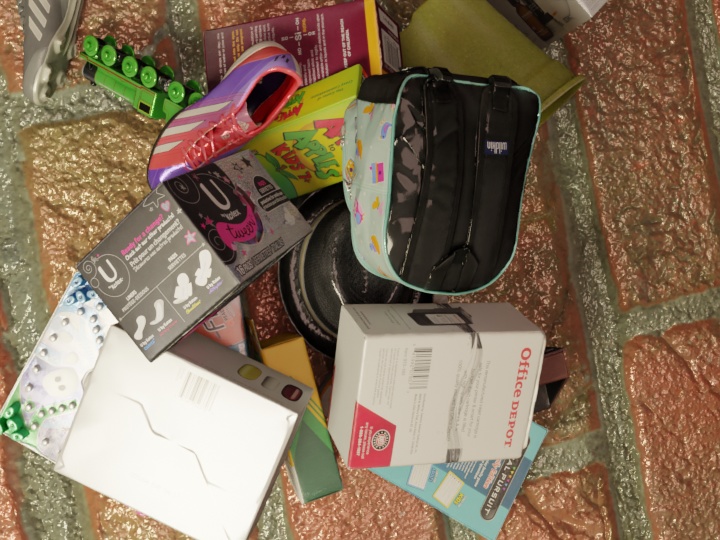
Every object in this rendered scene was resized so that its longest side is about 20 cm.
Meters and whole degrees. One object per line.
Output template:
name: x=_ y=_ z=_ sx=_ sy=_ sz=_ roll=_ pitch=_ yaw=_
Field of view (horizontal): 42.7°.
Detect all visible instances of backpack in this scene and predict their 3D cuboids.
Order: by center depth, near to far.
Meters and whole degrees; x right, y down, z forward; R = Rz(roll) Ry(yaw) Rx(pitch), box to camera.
backpack: x=0.068 y=-0.081 z=0.884 sx=0.173 sy=0.153 sz=0.204 roll=0 pitch=93 yaw=-31

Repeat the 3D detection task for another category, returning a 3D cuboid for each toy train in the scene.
toy train: x=-0.231 y=-0.199 z=1.003 sx=0.198 sy=0.042 sz=0.057 roll=30 pitch=115 yaw=22

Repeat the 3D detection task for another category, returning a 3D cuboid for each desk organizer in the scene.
desk organizer: x=0.147 y=0.153 z=1.071 sx=0.197 sy=0.072 sz=0.078 roll=-15 pitch=92 yaw=-17

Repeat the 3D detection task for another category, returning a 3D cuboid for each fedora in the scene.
fedora: x=0.000 y=0.000 z=0.990 sx=0.197 sy=0.092 sz=0.204 roll=0 pitch=88 yaw=-5

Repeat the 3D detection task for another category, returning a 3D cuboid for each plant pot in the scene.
plant pot: x=0.130 y=-0.226 z=1.084 sx=0.200 sy=0.200 sz=0.185 roll=-39 pitch=87 yaw=-14

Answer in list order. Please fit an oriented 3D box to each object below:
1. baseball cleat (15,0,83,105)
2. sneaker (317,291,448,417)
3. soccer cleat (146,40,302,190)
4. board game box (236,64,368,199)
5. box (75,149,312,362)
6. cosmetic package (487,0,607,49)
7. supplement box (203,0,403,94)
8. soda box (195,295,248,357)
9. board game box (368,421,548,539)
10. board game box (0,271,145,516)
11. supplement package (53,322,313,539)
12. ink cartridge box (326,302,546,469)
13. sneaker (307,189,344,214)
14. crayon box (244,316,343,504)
baseball cleat: x=-0.355 y=-0.284 z=1.013 sx=0.105 sy=0.070 sz=0.203 roll=15 pitch=79 yaw=0
sneaker: x=0.018 y=0.090 z=1.087 sx=0.200 sy=0.077 sz=0.078 roll=-46 pitch=128 yaw=-6
soccer cleat: x=-0.138 y=-0.145 z=0.927 sx=0.200 sy=0.073 sz=0.068 roll=-45 pitch=127 yaw=3
board game box: x=-0.061 y=-0.137 z=0.988 sx=0.102 sy=0.198 sz=0.048 roll=46 pitch=38 yaw=-42
box: x=-0.152 y=-0.025 z=0.887 sx=0.132 sy=0.200 sz=0.115 roll=-39 pitch=93 yaw=22
cosmetic package: x=0.188 y=-0.336 z=1.086 sx=0.052 sy=0.200 sz=0.151 roll=-45 pitch=98 yaw=-13
supplement box: x=-0.060 y=-0.227 z=1.016 sx=0.197 sy=0.110 sz=0.087 roll=-6 pitch=88 yaw=16
soda box: x=-0.168 y=0.010 z=1.037 sx=0.062 sy=0.068 sz=0.204 roll=-9 pitch=89 yaw=-7
board game box: x=0.108 y=0.211 z=1.118 sx=0.198 sy=0.047 sz=0.152 roll=32 pitch=79 yaw=-12
board game box: x=-0.266 y=0.135 z=0.990 sx=0.198 sy=0.026 sz=0.202 roll=30 pitch=95 yaw=-4
supplement package: x=-0.169 y=0.156 z=0.915 sx=0.198 sy=0.111 sz=0.158 roll=24 pitch=96 yaw=2
ink cartridge box: x=0.076 y=0.115 z=0.947 sx=0.197 sy=0.083 sz=0.148 roll=0 pitch=110 yaw=-20
sneaker: x=-0.031 y=-0.095 z=1.078 sx=0.073 sy=0.079 sz=0.204 roll=-8 pitch=88 yaw=-14
crayon box: x=-0.076 y=0.143 z=1.027 sx=0.051 sy=0.126 sz=0.203 roll=-16 pitch=92 yaw=-10
